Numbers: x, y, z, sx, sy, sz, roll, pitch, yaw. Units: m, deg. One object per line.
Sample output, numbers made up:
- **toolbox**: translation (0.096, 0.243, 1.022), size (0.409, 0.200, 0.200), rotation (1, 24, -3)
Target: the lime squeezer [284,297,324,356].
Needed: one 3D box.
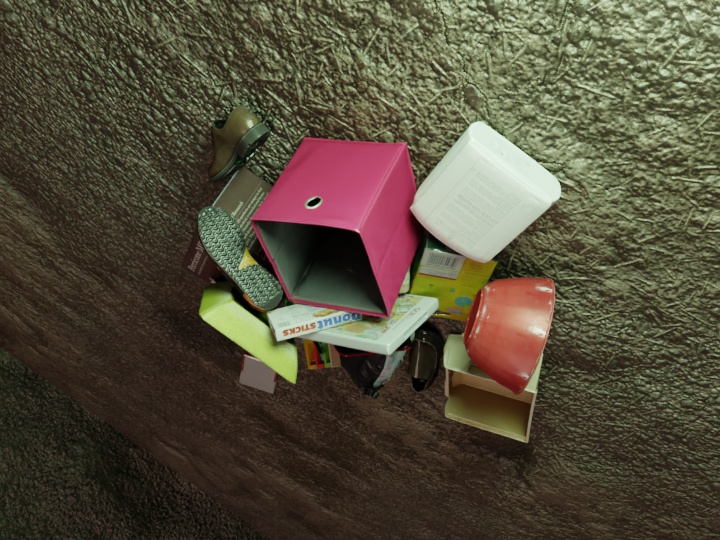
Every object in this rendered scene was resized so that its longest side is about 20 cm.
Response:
- **lime squeezer**: translation (-0.126, 0.089, 1.395), size (0.201, 0.037, 0.071), rotation (55, 168, 7)

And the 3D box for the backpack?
- **backpack**: translation (0.024, 0.147, 1.389), size (0.167, 0.126, 0.201), rotation (43, 145, 11)

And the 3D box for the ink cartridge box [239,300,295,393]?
- **ink cartridge box**: translation (-0.191, 0.141, 1.470), size (0.082, 0.202, 0.147), rotation (18, 146, -2)

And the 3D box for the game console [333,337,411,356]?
- **game console**: translation (0.009, 0.058, 1.276), size (0.175, 0.031, 0.204), rotation (-11, 88, 33)

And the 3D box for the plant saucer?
- **plant saucer**: translation (-0.186, 0.092, 1.185), size (0.199, 0.048, 0.200), rotation (38, -177, -16)

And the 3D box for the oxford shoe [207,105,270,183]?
- **oxford shoe**: translation (-0.226, -0.221, 1.170), size (0.085, 0.073, 0.199), rotation (50, 140, -3)

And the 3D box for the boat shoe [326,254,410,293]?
- **boat shoe**: translation (0.000, 0.000, 1.220), size (0.197, 0.072, 0.066), rotation (9, 113, 29)

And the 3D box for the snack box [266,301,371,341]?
- **snack box**: translation (-0.054, 0.070, 1.131), size (0.072, 0.197, 0.025), rotation (-134, 35, -61)

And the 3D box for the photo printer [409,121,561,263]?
- **photo printer**: translation (0.178, -0.106, 1.021), size (0.165, 0.070, 0.200), rotation (34, 140, -5)

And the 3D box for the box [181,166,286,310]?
- **box**: translation (-0.200, -0.047, 1.272), size (0.198, 0.166, 0.166), rotation (33, 145, -8)

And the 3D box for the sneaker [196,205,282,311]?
- **sneaker**: translation (-0.214, -0.012, 1.134), size (0.201, 0.070, 0.090), rotation (53, 155, -4)

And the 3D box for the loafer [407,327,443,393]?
- **loafer**: translation (0.136, 0.197, 1.439), size (0.072, 0.072, 0.202), rotation (12, 142, 20)

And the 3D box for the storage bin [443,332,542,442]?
- **storage bin**: translation (0.265, 0.239, 1.387), size (0.195, 0.094, 0.202), rotation (13, 143, 19)

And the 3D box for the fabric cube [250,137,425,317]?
- **fabric cube**: translation (-0.025, -0.074, 1.095), size (0.193, 0.201, 0.202), rotation (8, 141, 26)

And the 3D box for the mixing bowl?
- **mixing bowl**: translation (0.236, 0.092, 1.121), size (0.107, 0.202, 0.201), rotation (18, 145, 2)

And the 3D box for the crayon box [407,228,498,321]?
- **crayon box**: translation (0.153, 0.012, 1.187), size (0.125, 0.051, 0.201), rotation (10, 144, -4)

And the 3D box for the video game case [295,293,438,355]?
- **video game case**: translation (0.008, 0.079, 1.155), size (0.197, 0.182, 0.023), rotation (6, 115, 32)

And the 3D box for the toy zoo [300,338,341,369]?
- **toy zoo**: translation (-0.091, 0.140, 1.421), size (0.020, 0.134, 0.200), rotation (-6, 172, -21)
